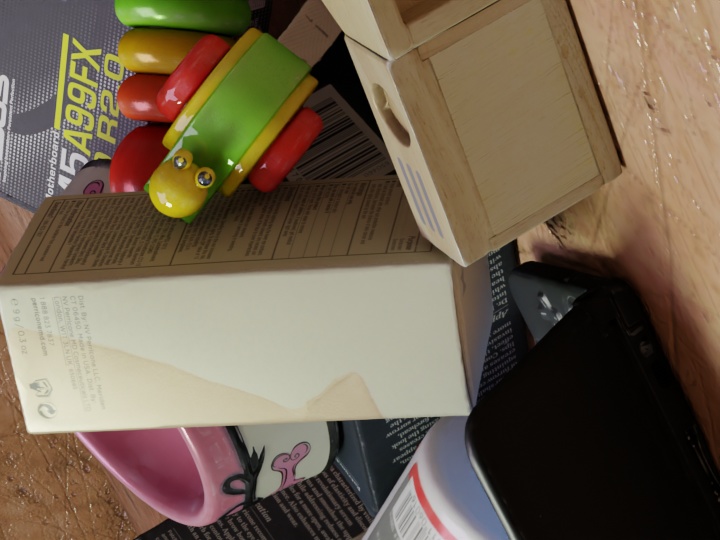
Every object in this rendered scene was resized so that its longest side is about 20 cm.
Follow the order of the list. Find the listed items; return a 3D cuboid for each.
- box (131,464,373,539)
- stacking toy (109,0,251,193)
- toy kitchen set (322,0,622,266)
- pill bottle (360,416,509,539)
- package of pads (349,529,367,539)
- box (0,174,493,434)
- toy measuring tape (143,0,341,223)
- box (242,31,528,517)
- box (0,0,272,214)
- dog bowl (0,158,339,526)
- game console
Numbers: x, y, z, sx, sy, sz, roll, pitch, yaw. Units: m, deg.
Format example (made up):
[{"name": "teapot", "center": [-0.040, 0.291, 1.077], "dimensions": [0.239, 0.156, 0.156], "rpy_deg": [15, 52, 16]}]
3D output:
[{"name": "box", "center": [-0.029, 0.196, 1.583], "dimensions": [0.104, 0.200, 0.148], "rpy_deg": [50, 163, 35]}, {"name": "stacking toy", "center": [-0.084, -0.117, 1.161], "dimensions": [0.085, 0.085, 0.200], "rpy_deg": [-175, 91, -74]}, {"name": "toy kitchen set", "center": [-0.032, -0.105, 1.029], "dimensions": [0.200, 0.163, 0.181], "rpy_deg": [39, 156, 57]}, {"name": "pill bottle", "center": [0.044, 0.173, 1.263], "dimensions": [0.114, 0.114, 0.200], "rpy_deg": [52, 132, 28]}, {"name": "package of pads", "center": [0.066, 0.224, 1.393], "dimensions": [0.200, 0.154, 0.068], "rpy_deg": [60, 178, -4]}, {"name": "box", "center": [-0.047, 0.013, 1.085], "dimensions": [0.095, 0.200, 0.078], "rpy_deg": [-70, -25, -61]}, {"name": "toy measuring tape", "center": [-0.035, -0.092, 1.098], "dimensions": [0.074, 0.200, 0.074], "rpy_deg": [18, 135, 19]}, {"name": "box", "center": [0.000, 0.000, 1.259], "dimensions": [0.148, 0.107, 0.200], "rpy_deg": [49, 163, 35]}, {"name": "box", "center": [-0.127, -0.112, 1.320], "dimensions": [0.160, 0.044, 0.200], "rpy_deg": [25, 119, 29]}, {"name": "dog bowl", "center": [-0.105, 0.045, 1.262], "dimensions": [0.200, 0.074, 0.200], "rpy_deg": [40, 154, 24]}, {"name": "game console", "center": [0.102, 0.113, 1.107], "dimensions": [0.200, 0.116, 0.176], "rpy_deg": [63, 166, -14]}]
